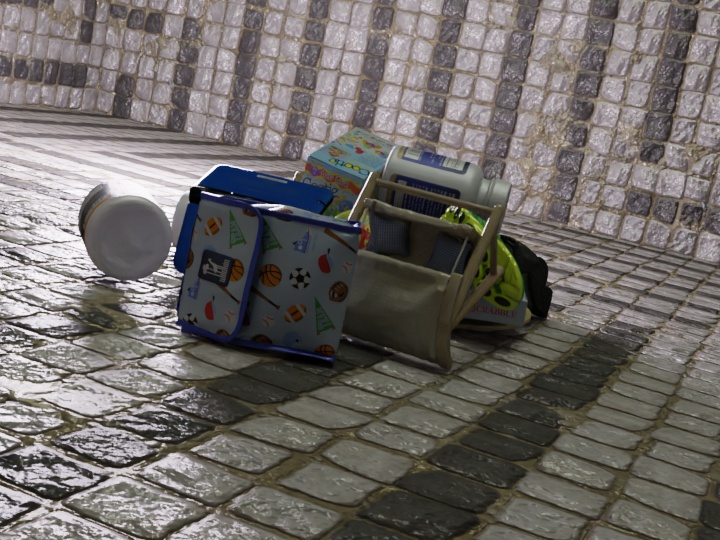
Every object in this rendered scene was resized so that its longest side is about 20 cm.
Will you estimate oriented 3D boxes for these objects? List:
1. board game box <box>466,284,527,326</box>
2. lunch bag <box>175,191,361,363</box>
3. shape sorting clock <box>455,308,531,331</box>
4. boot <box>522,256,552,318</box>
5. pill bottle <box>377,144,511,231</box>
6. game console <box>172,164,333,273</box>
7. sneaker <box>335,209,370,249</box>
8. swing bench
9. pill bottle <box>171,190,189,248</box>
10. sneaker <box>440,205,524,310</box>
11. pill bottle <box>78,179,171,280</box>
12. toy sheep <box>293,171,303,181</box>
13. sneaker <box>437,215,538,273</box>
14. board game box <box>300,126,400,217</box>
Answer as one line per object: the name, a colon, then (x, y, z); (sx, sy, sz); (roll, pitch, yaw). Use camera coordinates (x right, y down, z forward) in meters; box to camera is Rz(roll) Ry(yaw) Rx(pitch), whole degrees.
board game box: (0.144, 0.026, 1.654); (0.198, 0.041, 0.200); (9, 13, 4)
lunch bag: (-0.110, 0.006, 1.312); (0.198, 0.171, 0.124); (13, 5, -3)
shape sorting clock: (0.162, 0.061, 1.698); (0.198, 0.040, 0.200); (8, 13, -2)
boot: (0.244, 0.024, 1.833); (0.130, 0.068, 0.200); (13, -18, 19)
pill bottle: (0.136, -0.122, 1.779); (0.199, 0.121, 0.120); (16, 10, 9)
game console: (-0.159, -0.063, 1.665); (0.199, 0.119, 0.171); (14, 27, 9)
sneaker: (0.028, -0.044, 1.628); (0.199, 0.079, 0.090); (15, 17, 30)
swing bench: (0.062, -0.002, 1.440); (0.198, 0.130, 0.200); (16, 48, 23)
pill bottle: (-0.189, -0.059, 1.742); (0.198, 0.117, 0.116); (14, 10, 9)
sneaker: (0.186, -0.022, 1.572); (0.083, 0.074, 0.200); (17, 31, -39)
pill bottle: (-0.333, -0.063, 1.544); (0.116, 0.117, 0.200); (8, 10, -20)
toy sheep: (-0.092, -0.098, 2.041); (0.137, 0.139, 0.200); (6, 20, -30)
sneaker: (0.183, -0.028, 1.694); (0.199, 0.076, 0.090); (23, 6, 40)
board game box: (-0.015, -0.151, 1.833); (0.104, 0.104, 0.200); (25, 27, 14)
